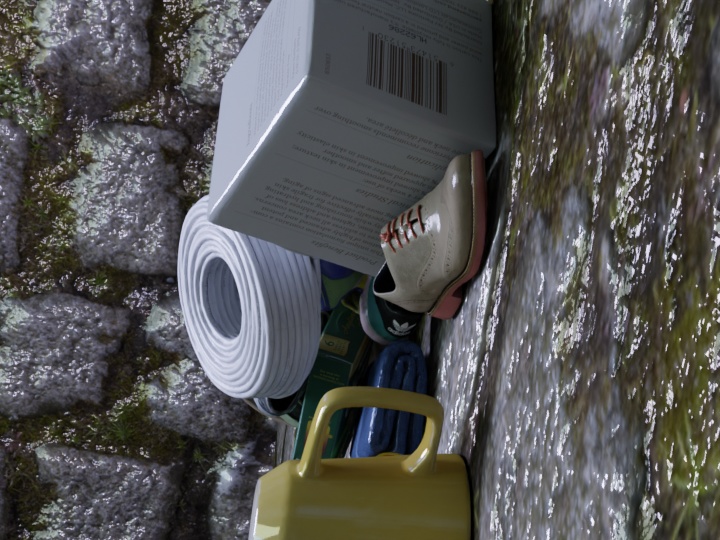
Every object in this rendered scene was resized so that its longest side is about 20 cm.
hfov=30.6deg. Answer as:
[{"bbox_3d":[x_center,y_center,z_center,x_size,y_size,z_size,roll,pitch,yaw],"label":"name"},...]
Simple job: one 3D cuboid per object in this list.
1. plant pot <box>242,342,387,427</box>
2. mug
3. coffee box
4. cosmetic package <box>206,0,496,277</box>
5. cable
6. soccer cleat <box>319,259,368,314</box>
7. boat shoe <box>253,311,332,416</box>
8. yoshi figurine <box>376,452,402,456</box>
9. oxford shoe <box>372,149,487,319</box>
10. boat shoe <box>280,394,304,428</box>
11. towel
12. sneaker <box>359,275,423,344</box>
[{"bbox_3d":[-0.046,0.048,1.488,0.174,0.199,0.201,-66,-9,-48],"label":"plant pot"},{"bbox_3d":[-0.005,0.187,0.988,0.149,0.152,0.188,120,157,-76],"label":"mug"},{"bbox_3d":[-0.027,0.128,1.314,0.123,0.044,0.201,-63,-13,-55],"label":"coffee box"},{"bbox_3d":[-0.010,-0.131,1.082,0.200,0.166,0.167,-47,32,46],"label":"cosmetic package"},{"bbox_3d":[-0.105,0.023,1.224,0.200,0.069,0.202,7,105,58],"label":"cable"},{"bbox_3d":[-0.001,0.000,1.279,0.200,0.064,0.084,-9,-90,-64],"label":"soccer cleat"},{"bbox_3d":[-0.055,0.051,1.310,0.071,0.072,0.201,-168,90,-73],"label":"boat shoe"},{"bbox_3d":[-0.001,0.253,1.142,0.112,0.112,0.201,-57,-28,-59],"label":"yoshi figurine"},{"bbox_3d":[0.053,-0.023,1.030,0.200,0.074,0.071,105,170,-54],"label":"oxford shoe"},{"bbox_3d":[-0.091,0.088,1.377,0.201,0.067,0.072,57,-172,-27],"label":"boat shoe"},{"bbox_3d":[0.027,0.130,1.227,0.200,0.048,0.112,114,166,-78],"label":"towel"},{"bbox_3d":[0.046,-0.035,1.193,0.080,0.071,0.202,148,128,-68],"label":"sneaker"}]
